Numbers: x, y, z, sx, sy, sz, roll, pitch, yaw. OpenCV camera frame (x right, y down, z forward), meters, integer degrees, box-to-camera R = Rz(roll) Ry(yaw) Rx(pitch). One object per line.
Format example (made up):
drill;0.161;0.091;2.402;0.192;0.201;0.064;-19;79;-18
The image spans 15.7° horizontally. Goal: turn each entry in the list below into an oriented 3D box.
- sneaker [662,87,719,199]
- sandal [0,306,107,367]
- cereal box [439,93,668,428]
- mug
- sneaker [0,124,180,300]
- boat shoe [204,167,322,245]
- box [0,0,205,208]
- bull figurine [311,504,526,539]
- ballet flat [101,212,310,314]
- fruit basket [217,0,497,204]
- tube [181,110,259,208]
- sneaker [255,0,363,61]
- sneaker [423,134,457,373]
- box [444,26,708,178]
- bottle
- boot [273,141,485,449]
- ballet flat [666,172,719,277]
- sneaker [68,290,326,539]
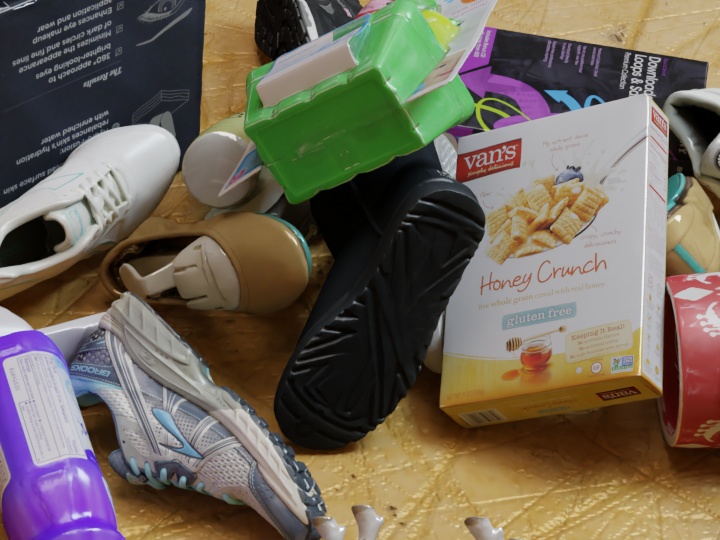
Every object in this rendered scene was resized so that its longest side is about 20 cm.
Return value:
sneaker;0.280;-0.059;1.819;0.088;0.074;0.200;6;30;-43
sandal;-0.222;0.058;1.639;0.206;0.080;0.059;-13;38;-35
cereal box;0.125;-0.006;1.669;0.143;0.039;0.201;-12;59;29
mug;0.292;0.047;1.634;0.198;0.178;0.135;-2;74;-2
sneaker;-0.189;-0.035;1.736;0.200;0.071;0.080;-37;15;-30
boat shoe;-0.046;-0.047;1.801;0.072;0.061;0.202;-25;10;26
box;-0.215;-0.146;1.800;0.196;0.201;0.117;-27;48;-36
bull figurine;0.018;0.198;1.466;0.198;0.065;0.122;8;69;-8
ballet flat;-0.103;0.003;1.670;0.063;0.069;0.200;-26;12;-29
fruit basket;0.004;-0.134;1.657;0.184;0.094;0.201;-23;28;29
tube;-0.091;-0.081;1.782;0.058;0.052;0.200;5;10;1
sneaker;-0.019;-0.171;1.936;0.087;0.076;0.200;5;27;-14
sneaker;0.035;-0.001;1.761;0.081;0.074;0.201;-23;39;21
box;0.157;-0.122;1.946;0.198;0.036;0.143;10;37;4
bottle;-0.180;0.131;1.527;0.065;0.084;0.201;-16;52;-11
boot;0.000;0.000;1.681;0.076;0.201;0.168;26;14;-21
ballet flat;0.216;-0.019;1.773;0.063;0.069;0.200;44;13;-1
sneaker;-0.102;0.108;1.596;0.086;0.078;0.200;-45;68;-2
